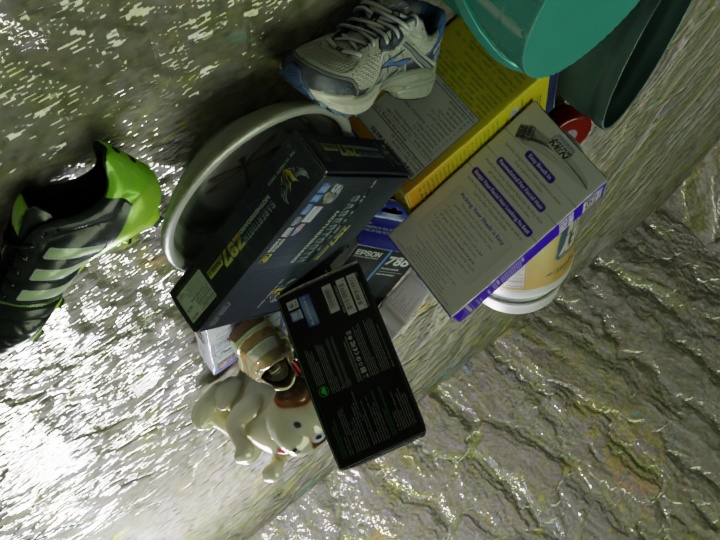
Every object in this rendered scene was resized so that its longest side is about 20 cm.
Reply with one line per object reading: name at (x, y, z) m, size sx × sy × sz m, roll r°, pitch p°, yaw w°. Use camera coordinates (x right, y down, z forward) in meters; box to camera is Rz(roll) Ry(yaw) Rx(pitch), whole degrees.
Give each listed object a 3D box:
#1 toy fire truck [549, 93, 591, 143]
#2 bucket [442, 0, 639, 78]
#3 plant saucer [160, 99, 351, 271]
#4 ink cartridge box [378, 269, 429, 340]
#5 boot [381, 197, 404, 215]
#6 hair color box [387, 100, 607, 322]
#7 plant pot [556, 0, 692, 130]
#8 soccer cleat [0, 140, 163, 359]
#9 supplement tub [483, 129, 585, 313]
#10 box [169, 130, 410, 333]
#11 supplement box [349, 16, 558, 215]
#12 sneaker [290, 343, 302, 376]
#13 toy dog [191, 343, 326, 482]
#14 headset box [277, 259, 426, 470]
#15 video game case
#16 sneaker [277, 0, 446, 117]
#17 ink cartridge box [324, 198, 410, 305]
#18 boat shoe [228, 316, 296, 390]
toy fire truck at (0.181, -0.182, 0.918) m, size 0.164 × 0.114 × 0.202 m, roll -5°, pitch 146°, yaw -29°
bucket at (0.153, -0.268, 0.579) m, size 0.205 × 0.136 × 0.208 m, roll -34°, pitch 161°, yaw -13°
plant saucer at (-0.097, -0.083, 0.637) m, size 0.198 × 0.051 × 0.201 m, roll -36°, pitch 163°, yaw -13°
ink cartridge box at (0.023, 0.089, 0.997) m, size 0.177 × 0.044 × 0.200 m, roll -52°, pitch 175°, yaw 24°
boot at (0.084, -0.082, 0.924) m, size 0.160 × 0.067 × 0.200 m, roll -15°, pitch 162°, yaw 8°
hair color box at (0.137, -0.056, 0.731) m, size 0.199 × 0.110 × 0.065 m, roll -42°, pitch 163°, yaw 8°
plant pot at (0.248, -0.268, 0.745) m, size 0.201 × 0.133 × 0.202 m, roll -47°, pitch 158°, yaw -25°
soccer cleat at (-0.232, -0.014, 0.522) m, size 0.199 × 0.068 × 0.081 m, roll -42°, pitch 145°, yaw 2°
supplement tub at (0.191, -0.061, 0.875) m, size 0.143 × 0.144 × 0.203 m, roll -32°, pitch 141°, yaw -21°
box at (-0.061, -0.034, 0.661) m, size 0.200 × 0.051 × 0.157 m, roll -46°, pitch 165°, yaw 25°
supplement box at (0.095, -0.163, 0.753) m, size 0.199 × 0.110 × 0.110 m, roll -40°, pitch 163°, yaw 1°
sneaker at (-0.087, 0.155, 1.183) m, size 0.097 × 0.071 × 0.201 m, roll -29°, pitch 165°, yaw -35°
toy dog at (-0.111, 0.203, 1.030) m, size 0.197 × 0.141 × 0.195 m, roll -1°, pitch -137°, yaw 51°
headset box at (-0.002, 0.108, 0.770) m, size 0.091 × 0.178 × 0.200 m, roll -22°, pitch 167°, yaw 0°
video game case at (-0.111, 0.025, 0.873) m, size 0.198 × 0.046 × 0.182 m, roll -35°, pitch 162°, yaw -21°
sneaker at (0.007, -0.189, 0.595) m, size 0.199 × 0.076 × 0.086 m, roll -31°, pitch 152°, yaw -50°
ink cartridge box at (0.000, 0.000, 0.854) m, size 0.097 × 0.040 × 0.201 m, roll 5°, pitch 135°, yaw -36°
boat shoe at (-0.111, 0.116, 0.892) m, size 0.071 × 0.077 × 0.200 m, roll -39°, pitch 166°, yaw -6°
